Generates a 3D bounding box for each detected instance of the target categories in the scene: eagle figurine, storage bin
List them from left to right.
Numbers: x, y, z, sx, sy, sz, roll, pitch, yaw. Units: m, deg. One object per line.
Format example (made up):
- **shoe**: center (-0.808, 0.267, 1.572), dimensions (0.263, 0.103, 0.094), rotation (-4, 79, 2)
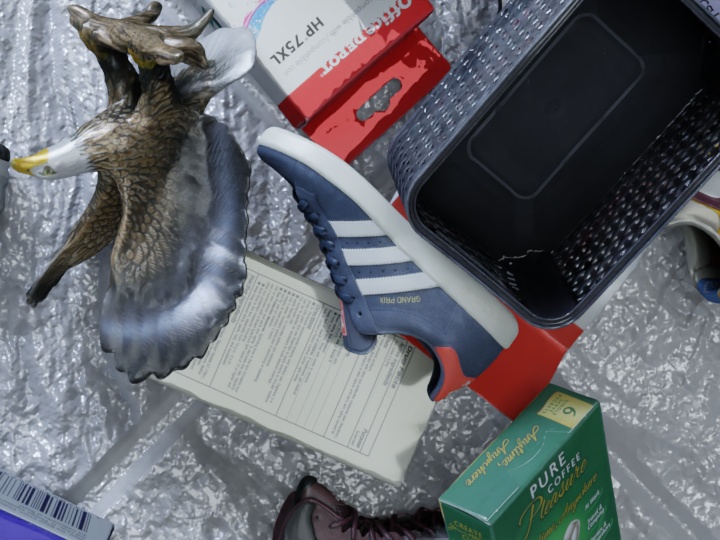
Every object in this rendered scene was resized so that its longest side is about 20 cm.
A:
- **eagle figurine**: center (-0.139, -0.057, 0.836), dimensions (0.149, 0.152, 0.202), rotation (1, 115, 4)
- **storage bin**: center (0.125, -0.085, 0.814), dimensions (0.135, 0.094, 0.200), rotation (37, 105, -19)

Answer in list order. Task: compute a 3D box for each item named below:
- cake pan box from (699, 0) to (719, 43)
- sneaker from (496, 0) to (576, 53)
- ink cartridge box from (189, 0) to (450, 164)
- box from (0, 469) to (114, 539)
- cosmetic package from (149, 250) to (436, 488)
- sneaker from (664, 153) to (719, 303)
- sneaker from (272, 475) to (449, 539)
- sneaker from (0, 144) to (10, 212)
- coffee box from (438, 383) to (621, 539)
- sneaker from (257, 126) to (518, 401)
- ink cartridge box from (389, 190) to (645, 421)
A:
- **cake pan box**: center (0.261, -0.209, 0.909), dimensions (0.201, 0.052, 0.184), rotation (54, 48, -8)
- **sneaker**: center (0.157, -0.158, 0.929), dimensions (0.081, 0.115, 0.199), rotation (-50, 127, 1)
- **ink cartridge box**: center (-0.035, -0.178, 0.907), dimensions (0.116, 0.067, 0.200), rotation (-42, 97, -6)
- **box**: center (-0.283, 0.222, 0.872), dimensions (0.183, 0.105, 0.201), rotation (26, 89, -7)
- **cosmetic package**: center (-0.047, 0.056, 0.913), dimensions (0.199, 0.071, 0.106), rotation (26, 87, -8)
- **sneaker**: center (0.276, 0.002, 0.943), dimensions (0.200, 0.075, 0.090), rotation (45, 78, -15)
- **sneaker**: center (0.015, 0.175, 0.927), dimensions (0.199, 0.076, 0.116), rotation (-31, 93, -5)
- **sneaker**: center (-0.326, -0.051, 0.870), dimensions (0.198, 0.075, 0.077), rotation (2, 92, -6)
- **coffee box**: center (0.118, 0.186, 0.889), dimensions (0.123, 0.044, 0.201), rotation (-41, 133, -31)
- **sneaker**: center (0.000, 0.000, 0.838), dimensions (0.200, 0.075, 0.085), rotation (42, 90, 1)
- **ink cartridge box**: center (0.101, -0.025, 0.907), dimensions (0.162, 0.050, 0.201), rotation (37, 61, -7)
